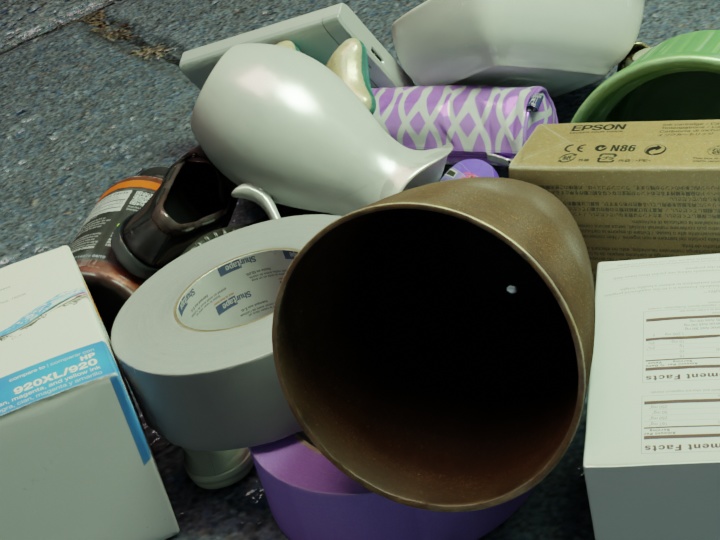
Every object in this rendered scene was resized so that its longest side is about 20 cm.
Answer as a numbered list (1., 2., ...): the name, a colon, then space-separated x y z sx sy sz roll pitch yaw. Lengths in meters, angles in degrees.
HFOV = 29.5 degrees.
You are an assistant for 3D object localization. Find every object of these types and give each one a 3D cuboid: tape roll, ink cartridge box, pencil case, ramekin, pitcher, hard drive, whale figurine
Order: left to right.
1. ink cartridge box: -0.235 0.105 0.977 0.144 0.148 0.200 -22 32 -10
2. tape roll: -0.071 0.039 0.964 0.199 0.066 0.201 -16 28 9
3. hard drive: -0.063 -0.192 1.353 0.199 0.132 0.027 -9 55 35
4. pitcher: -0.049 -0.083 1.125 0.199 0.121 0.172 31 67 4
5. whale figurine: -0.046 -0.138 1.274 0.103 0.160 0.199 8 -26 -43
6. tape roll: 0.025 0.107 0.936 0.199 0.066 0.201 -12 31 7
7. pencil case: 0.087 -0.127 1.271 0.199 0.084 0.086 4 61 32
8. ink cartridge box: 0.216 -0.016 0.947 0.199 0.166 0.075 2 33 26
9. ramekin: 0.255 -0.078 1.006 0.199 0.201 0.098 2 28 27

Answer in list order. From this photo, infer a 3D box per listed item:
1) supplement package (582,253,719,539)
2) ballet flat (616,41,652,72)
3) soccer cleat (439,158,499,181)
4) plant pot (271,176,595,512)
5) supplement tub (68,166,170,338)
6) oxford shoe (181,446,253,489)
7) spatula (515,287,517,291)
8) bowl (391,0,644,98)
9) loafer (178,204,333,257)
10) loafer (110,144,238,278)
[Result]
1. supplement package: 0.199 0.091 0.834 0.109 0.114 0.200 -4 32 16
2. ballet flat: 0.270 -0.154 1.228 0.067 0.076 0.200 -14 31 0
3. soccer cleat: 0.080 -0.042 1.123 0.068 0.073 0.200 22 43 8
4. plant pot: 0.070 0.018 0.851 0.186 0.188 0.200 -1 19 23
5. supplement tub: -0.196 -0.011 1.185 0.106 0.108 0.200 -5 32 17
6. oxford shoe: -0.111 0.085 1.042 0.075 0.058 0.200 -18 29 4
7. spatula: 0.162 -0.043 1.154 0.056 0.021 0.200 2 36 24
8. bowl: 0.146 -0.210 1.292 0.198 0.075 0.200 1 -5 -27
9. loafer: -0.095 0.001 1.154 0.200 0.073 0.071 -29 -9 -48
10. loafer: -0.137 -0.060 1.147 0.063 0.072 0.200 -42 8 32
